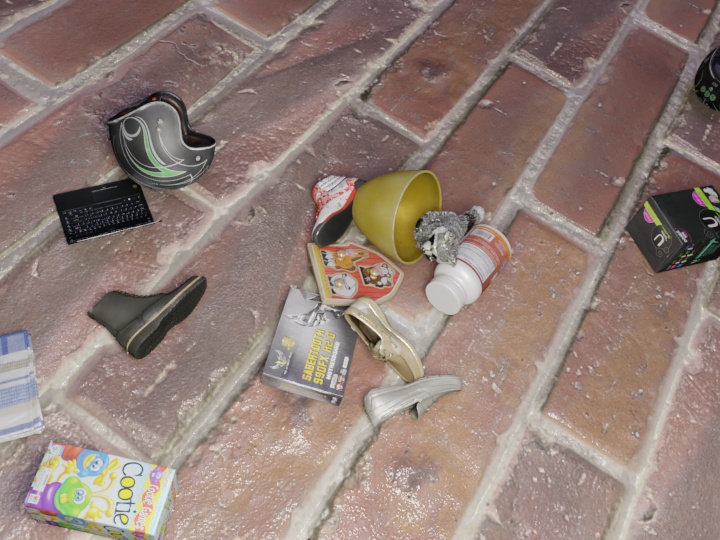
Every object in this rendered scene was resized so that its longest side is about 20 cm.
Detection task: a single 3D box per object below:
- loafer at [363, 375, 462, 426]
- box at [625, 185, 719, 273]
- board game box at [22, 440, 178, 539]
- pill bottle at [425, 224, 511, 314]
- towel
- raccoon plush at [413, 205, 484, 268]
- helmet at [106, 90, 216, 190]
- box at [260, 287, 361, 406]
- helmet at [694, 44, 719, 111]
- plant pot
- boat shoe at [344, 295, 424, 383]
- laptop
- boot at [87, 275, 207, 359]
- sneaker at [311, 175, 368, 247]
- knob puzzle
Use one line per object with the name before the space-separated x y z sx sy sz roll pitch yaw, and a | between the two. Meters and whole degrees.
loafer | 0.104 0.246 1.289 0.198 0.070 0.070 -11 67 -13
box | 0.779 -0.101 1.638 0.198 0.125 0.149 -10 58 -18
board game box | -0.401 0.355 1.070 0.198 0.105 0.104 14 55 -3
pill bottle | 0.228 0.000 1.451 0.112 0.113 0.200 38 57 13
towel | -0.629 0.205 1.167 0.146 0.024 0.201 -13 59 -18
raccoon plush | 0.201 -0.086 1.397 0.199 0.134 0.097 -38 115 -15
helmet | -0.412 -0.262 1.426 0.198 0.192 0.201 -21 26 11
box | -0.089 0.144 1.318 0.157 0.048 0.201 17 55 -2
helmet | 1.070 -0.558 1.962 0.198 0.191 0.202 -3 78 16
plant pot | 0.066 -0.128 1.467 0.141 0.201 0.200 17 50 31
boat shoe | 0.043 0.144 1.312 0.201 0.072 0.065 53 48 -3
laptop | -0.510 -0.124 1.363 0.176 0.104 0.201 -16 62 -23
boot | -0.403 0.053 1.293 0.138 0.078 0.200 33 55 15
sneaker | -0.072 -0.133 1.487 0.107 0.068 0.202 17 54 31
knob puzzle | 0.000 0.000 1.418 0.217 0.031 0.221 11 40 -9
